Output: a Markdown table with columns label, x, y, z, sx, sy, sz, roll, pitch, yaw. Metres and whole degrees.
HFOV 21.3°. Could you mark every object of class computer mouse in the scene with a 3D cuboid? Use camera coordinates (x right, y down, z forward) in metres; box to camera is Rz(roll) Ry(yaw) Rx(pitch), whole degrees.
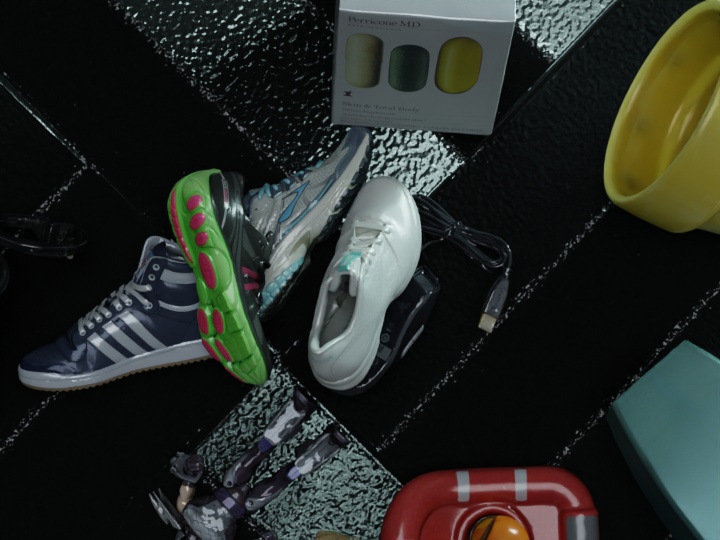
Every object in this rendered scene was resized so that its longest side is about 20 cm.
| label | x | y | z | sx | sy | sz | roll | pitch | yaw |
| --- | --- | --- | --- | --- | --- | --- | --- | --- | --- |
| computer mouse | 0.054 | 0.041 | 1.732 | 0.139 | 0.046 | 0.201 | 24 | 76 | 19 |

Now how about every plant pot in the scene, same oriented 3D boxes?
| label | x | y | z | sx | sy | sz | roll | pitch | yaw |
| --- | --- | --- | --- | --- | --- | --- | --- | --- | --- |
| plant pot | 0.316 | 0.169 | 1.690 | 0.141 | 0.141 | 0.200 | -39 | 79 | -4 |
| plant pot | 0.346 | -0.110 | 1.697 | 0.187 | 0.201 | 0.202 | 24 | 84 | -15 |

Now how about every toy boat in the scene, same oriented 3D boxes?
| label | x | y | z | sx | sy | sz | roll | pitch | yaw |
| --- | --- | --- | --- | --- | --- | --- | --- | --- | --- |
| toy boat | 0.116 | 0.239 | 1.679 | 0.198 | 0.131 | 0.132 | -2 | 84 | -2 |

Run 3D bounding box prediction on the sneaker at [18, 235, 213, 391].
| label | x | y | z | sx | sy | sz | roll | pitch | yaw |
| --- | --- | --- | --- | --- | --- | --- | --- | --- | --- |
| sneaker | -0.214 | 0.036 | 1.704 | 0.198 | 0.070 | 0.110 | -12 | 112 | -9 |

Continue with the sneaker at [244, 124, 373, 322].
| label | x | y | z | sx | sy | sz | roll | pitch | yaw |
| --- | --- | --- | --- | --- | --- | --- | --- | --- | --- |
| sneaker | -0.063 | -0.057 | 1.731 | 0.086 | 0.078 | 0.201 | 35 | 85 | 5 |

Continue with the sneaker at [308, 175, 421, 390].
| label | x | y | z | sx | sy | sz | roll | pitch | yaw |
| --- | --- | --- | --- | --- | --- | --- | --- | --- | --- |
| sneaker | 0.000 | 0.000 | 1.686 | 0.074 | 0.089 | 0.202 | 9 | 70 | 19 |

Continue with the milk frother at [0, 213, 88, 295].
| label | x | y | z | sx | sy | sz | roll | pitch | yaw |
| --- | --- | --- | --- | --- | --- | --- | --- | --- | --- |
| milk frother | -0.345 | 0.049 | 1.684 | 0.198 | 0.181 | 0.189 | 3 | 128 | -23 |

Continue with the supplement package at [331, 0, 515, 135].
| label | x | y | z | sx | sy | sz | roll | pitch | yaw |
| --- | --- | --- | --- | --- | --- | --- | --- | --- | --- |
| supplement package | 0.053 | -0.234 | 1.671 | 0.150 | 0.200 | 0.152 | 4 | 66 | -1 |

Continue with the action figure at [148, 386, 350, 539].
| label | x | y | z | sx | sy | sz | roll | pitch | yaw |
| --- | --- | --- | --- | --- | --- | --- | --- | --- | --- |
| action figure | -0.105 | 0.195 | 1.711 | 0.200 | 0.069 | 0.130 | -44 | 96 | -1 |

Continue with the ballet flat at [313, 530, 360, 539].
| label | x | y | z | sx | sy | sz | roll | pitch | yaw |
| --- | --- | --- | --- | --- | --- | --- | --- | --- | --- |
| ballet flat | -0.065 | 0.319 | 1.710 | 0.065 | 0.071 | 0.201 | 32 | 81 | 29 |

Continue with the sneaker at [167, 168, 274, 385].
| label | x | y | z | sx | sy | sz | roll | pitch | yaw |
| --- | --- | --- | --- | --- | --- | --- | --- | --- | --- |
| sneaker | -0.103 | 0.006 | 1.663 | 0.083 | 0.076 | 0.202 | -26 | 114 | -35 |
